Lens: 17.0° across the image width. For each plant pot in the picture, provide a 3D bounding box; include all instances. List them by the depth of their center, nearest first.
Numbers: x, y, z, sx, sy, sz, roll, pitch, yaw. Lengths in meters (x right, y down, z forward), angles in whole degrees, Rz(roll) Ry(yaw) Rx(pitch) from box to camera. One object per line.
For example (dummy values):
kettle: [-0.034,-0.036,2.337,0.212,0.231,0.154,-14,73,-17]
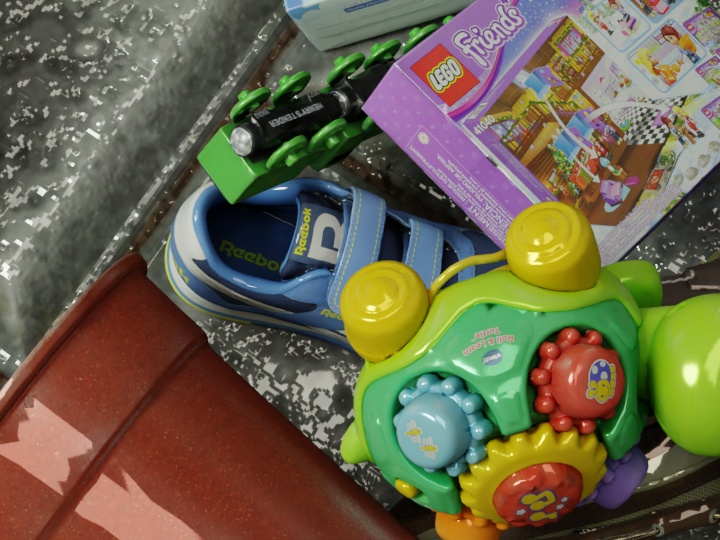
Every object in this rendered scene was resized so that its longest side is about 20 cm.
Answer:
plant pot: [-0.083,0.131,1.084,0.195,0.201,0.201,37,76,2]

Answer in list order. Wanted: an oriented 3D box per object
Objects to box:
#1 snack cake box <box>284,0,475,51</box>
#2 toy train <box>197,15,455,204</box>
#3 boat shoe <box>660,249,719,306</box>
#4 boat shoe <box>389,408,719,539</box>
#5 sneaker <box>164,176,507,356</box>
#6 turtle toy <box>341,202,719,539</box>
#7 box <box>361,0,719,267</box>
snack cake box: [0.005,-0.227,1.236,0.114,0.067,0.202,-16,72,12]
toy train: [-0.001,-0.078,1.161,0.199,0.056,0.042,-25,74,-48]
boat shoe: [0.191,0.023,1.171,0.198,0.072,0.060,1,55,6]
boat shoe: [0.113,0.116,1.141,0.201,0.075,0.075,-19,101,8]
sneaker: [0.000,0.000,1.171,0.198,0.082,0.075,8,71,2]
turtle toy: [0.087,0.052,1.040,0.198,0.146,0.102,-19,52,4]
box: [0.110,-0.084,1.162,0.137,0.039,0.200,45,47,5]
